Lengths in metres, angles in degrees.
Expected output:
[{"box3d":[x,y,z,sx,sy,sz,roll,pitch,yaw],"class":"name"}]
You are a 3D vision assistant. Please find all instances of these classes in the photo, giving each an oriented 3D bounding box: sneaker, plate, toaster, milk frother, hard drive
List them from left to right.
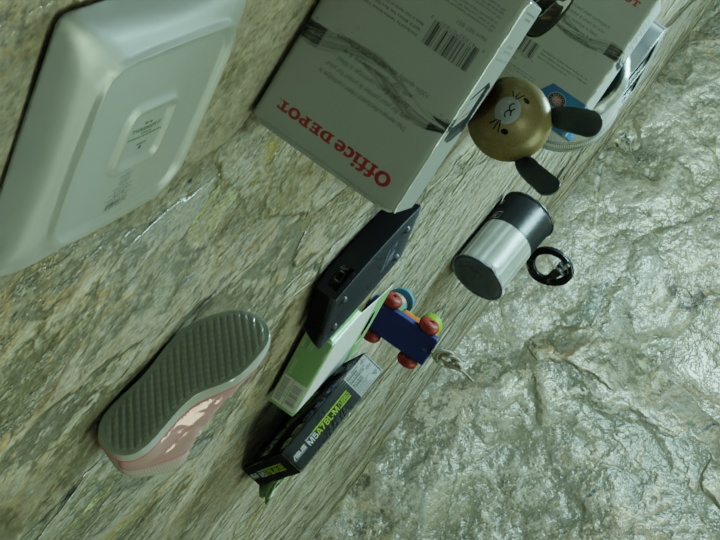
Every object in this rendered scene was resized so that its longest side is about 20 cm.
[{"box3d":[-0.148,-0.094,0.866,0.199,0.032,0.201,-40,162,-55],"class":"plate"},{"box3d":[-0.171,0.124,1.319,0.200,0.075,0.105,-41,161,-23],"class":"sneaker"},{"box3d":[0.000,0.000,1.760,0.200,0.042,0.135,-48,167,-34],"class":"hard drive"},{"box3d":[0.301,-0.010,2.612,0.188,0.200,0.181,-48,172,-25],"class":"milk frother"},{"box3d":[0.401,-0.341,2.236,0.200,0.118,0.181,-50,169,-23],"class":"toaster"}]

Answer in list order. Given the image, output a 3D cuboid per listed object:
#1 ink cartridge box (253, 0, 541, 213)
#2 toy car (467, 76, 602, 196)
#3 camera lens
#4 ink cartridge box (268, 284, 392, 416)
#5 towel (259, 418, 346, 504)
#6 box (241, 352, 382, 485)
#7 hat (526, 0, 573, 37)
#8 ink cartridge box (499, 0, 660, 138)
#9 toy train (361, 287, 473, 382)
[{"box3d":[0.030,-0.169,1.096,0.201,0.145,0.084,-57,171,13],"class":"ink cartridge box"},{"box3d":[0.155,-0.174,1.469,0.165,0.199,0.158,-54,169,-3],"class":"toy car"},{"box3d":[0.287,-0.261,1.875,0.160,0.160,0.200,-53,169,-7],"class":"camera lens"},{"box3d":[-0.039,0.099,1.887,0.200,0.048,0.146,-46,167,-55],"class":"ink cartridge box"},{"box3d":[-0.087,0.268,2.106,0.200,0.023,0.153,-49,-172,3],"class":"towel"},{"box3d":[-0.072,0.220,1.979,0.200,0.048,0.193,-49,-171,-24],"class":"box"},{"box3d":[0.143,-0.259,1.202,0.200,0.081,0.202,-34,-141,34],"class":"hat"},{"box3d":[0.254,-0.284,1.665,0.201,0.145,0.084,-56,169,8],"class":"ink cartridge box"},{"box3d":[0.103,0.103,2.113,0.085,0.199,0.116,-58,173,22],"class":"toy train"}]
